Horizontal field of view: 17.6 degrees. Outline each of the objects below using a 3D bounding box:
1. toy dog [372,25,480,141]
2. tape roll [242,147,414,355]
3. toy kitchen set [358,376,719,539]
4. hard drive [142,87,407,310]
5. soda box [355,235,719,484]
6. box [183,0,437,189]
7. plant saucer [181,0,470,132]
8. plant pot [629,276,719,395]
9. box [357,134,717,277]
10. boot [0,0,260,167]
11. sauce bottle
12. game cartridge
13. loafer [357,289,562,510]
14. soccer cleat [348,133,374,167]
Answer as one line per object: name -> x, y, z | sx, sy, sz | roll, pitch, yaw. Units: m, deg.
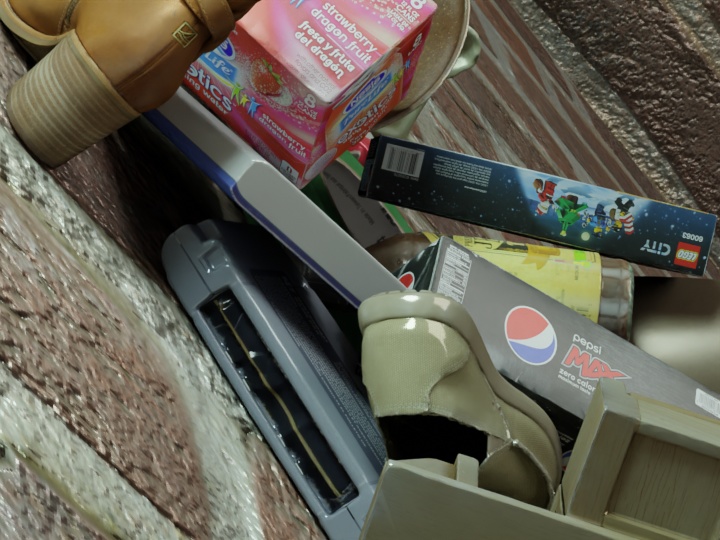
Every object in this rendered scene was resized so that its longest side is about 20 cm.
toy dog -> -0.030, -0.183, 1.679 | 0.193, 0.140, 0.201 | 7, 37, -22
tape roll -> 0.000, 0.000, 1.436 | 0.201, 0.048, 0.201 | 51, 12, -16
toy kitchen set -> 0.078, 0.125, 1.130 | 0.162, 0.201, 0.181 | 18, 17, -4
hard drive -> -0.062, -0.051, 1.237 | 0.132, 0.025, 0.200 | 42, 0, -37
soda box -> 0.100, 0.063, 1.254 | 0.199, 0.071, 0.064 | 30, 54, -18
box -> -0.065, -0.157, 1.274 | 0.200, 0.095, 0.100 | 43, -25, 11
plant saucer -> -0.036, -0.157, 1.356 | 0.201, 0.200, 0.037 | 59, -21, 18
plant pot -> 0.161, 0.078, 1.404 | 0.200, 0.173, 0.202 | -13, 90, -74
box -> 0.100, -0.039, 1.378 | 0.199, 0.038, 0.137 | 13, 1, -2
boot -> -0.105, -0.145, 1.163 | 0.077, 0.155, 0.200 | 49, 13, -21
sauce bottle -> 0.052, 0.012, 1.307 | 0.065, 0.199, 0.065 | -172, -90, -87
game cartridge -> -0.023, 0.065, 1.205 | 0.201, 0.041, 0.133 | 57, 16, 10
loafer -> 0.045, 0.084, 1.181 | 0.200, 0.075, 0.069 | 52, 43, -48
soccer cleat -> -0.045, -0.120, 1.555 | 0.200, 0.067, 0.077 | 54, 6, -15
